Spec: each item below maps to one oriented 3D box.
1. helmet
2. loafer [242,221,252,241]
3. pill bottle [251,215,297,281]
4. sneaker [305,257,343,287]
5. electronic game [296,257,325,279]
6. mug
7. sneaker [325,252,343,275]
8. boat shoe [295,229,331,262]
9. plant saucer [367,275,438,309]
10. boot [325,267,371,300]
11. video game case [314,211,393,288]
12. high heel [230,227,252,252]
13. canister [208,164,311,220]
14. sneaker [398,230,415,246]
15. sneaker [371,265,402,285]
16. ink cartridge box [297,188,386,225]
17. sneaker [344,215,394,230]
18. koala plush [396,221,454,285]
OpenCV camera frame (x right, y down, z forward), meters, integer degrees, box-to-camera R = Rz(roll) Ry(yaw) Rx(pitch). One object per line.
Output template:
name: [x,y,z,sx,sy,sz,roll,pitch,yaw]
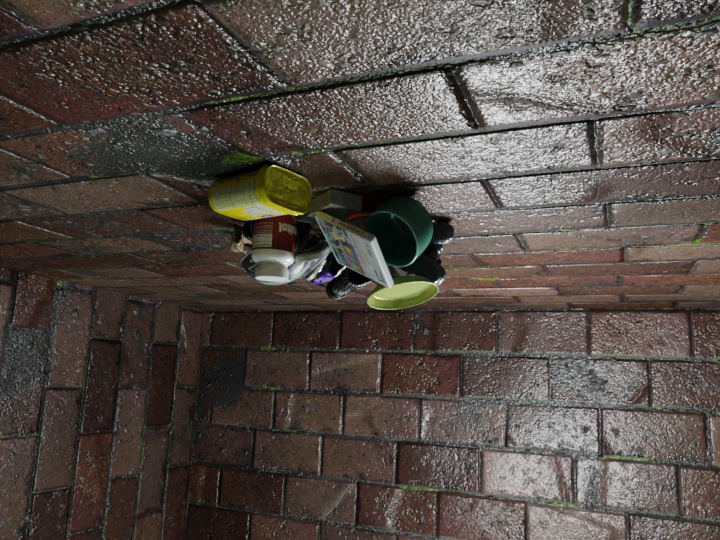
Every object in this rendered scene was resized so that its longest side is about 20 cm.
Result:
helmet: [-0.230,-0.057,1.719,0.195,0.195,0.200,2,170,0]
loafer: [-0.260,-0.103,1.850,0.197,0.075,0.071,18,169,-22]
pill bottle: [-0.218,-0.078,1.575,0.110,0.205,0.113,2,170,0]
sneaker: [-0.081,-0.017,2.002,0.099,0.070,0.199,38,118,-24]
electronic game: [-0.134,-0.046,1.876,0.042,0.200,0.200,46,167,2]
mug: [0.088,-0.104,1.514,0.182,0.154,0.114,9,-144,36]
sneaker: [-0.037,-0.061,1.790,0.070,0.084,0.201,23,125,-21]
boat shoe: [-0.112,-0.073,1.626,0.069,0.065,0.200,-3,-163,28]
plant saucer: [0.113,0.057,1.681,0.196,0.032,0.201,-9,158,-4]
boot: [0.001,0.002,1.824,0.211,0.080,0.158,-44,-177,-36]
video game case: [-0.013,-0.051,1.542,0.180,0.023,0.201,26,157,32]
high heel: [-0.325,-0.085,1.905,0.140,0.073,0.200,11,-175,-10]
canister: [-0.231,-0.170,1.408,0.197,0.089,0.147,-4,168,39]
sneaker: [0.093,-0.054,1.644,0.197,0.077,0.113,-21,171,19]
sneaker: [0.083,0.022,1.733,0.080,0.077,0.200,34,-179,9]
ink cartridge box: [-0.046,-0.151,1.589,0.171,0.045,0.199,10,167,-29]
sneaker: [0.035,-0.123,1.613,0.196,0.076,0.100,-15,169,-22]
koala plush: [0.168,-0.048,1.787,0.180,0.181,0.200,13,172,9]
